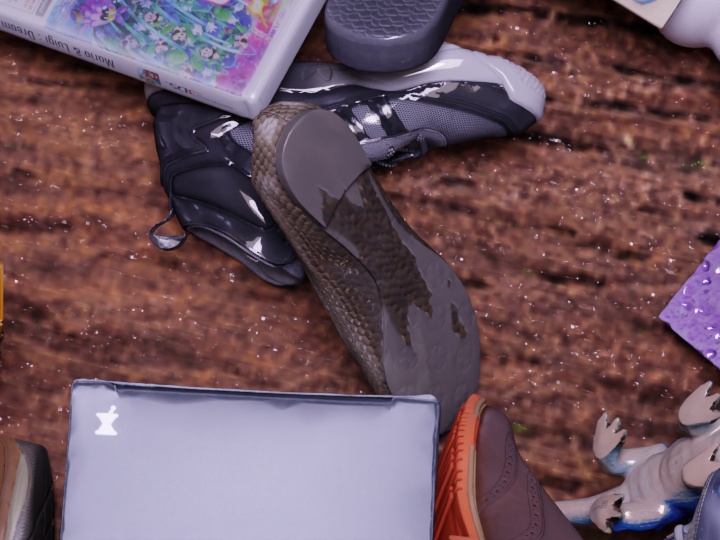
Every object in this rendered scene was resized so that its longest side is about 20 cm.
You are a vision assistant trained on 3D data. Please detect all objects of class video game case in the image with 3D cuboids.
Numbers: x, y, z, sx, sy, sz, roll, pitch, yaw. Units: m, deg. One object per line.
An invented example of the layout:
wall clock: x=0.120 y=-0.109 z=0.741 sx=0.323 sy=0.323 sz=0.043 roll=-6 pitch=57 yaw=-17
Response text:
video game case: x=-0.088 y=-0.184 z=0.937 sx=0.181 sy=0.024 sz=0.201 roll=20 pitch=66 yaw=15

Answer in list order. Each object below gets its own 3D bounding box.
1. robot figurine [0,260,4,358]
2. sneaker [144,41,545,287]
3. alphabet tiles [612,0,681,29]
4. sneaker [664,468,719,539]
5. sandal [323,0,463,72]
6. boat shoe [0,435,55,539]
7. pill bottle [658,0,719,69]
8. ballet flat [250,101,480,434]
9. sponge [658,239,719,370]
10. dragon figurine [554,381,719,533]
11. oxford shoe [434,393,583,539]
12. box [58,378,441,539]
robot figurine: x=-0.206 y=-0.031 z=0.878 sx=0.058 sy=0.145 sz=0.201 roll=-10 pitch=73 yaw=-17
sneaker: x=-0.009 y=-0.049 z=0.925 sx=0.199 sy=0.076 sz=0.115 roll=1 pitch=78 yaw=3
alphabet tiles: x=0.107 y=-0.237 z=0.909 sx=0.199 sy=0.008 sz=0.168 roll=34 pitch=91 yaw=12
sneaker: x=0.130 y=0.159 z=0.834 sx=0.085 sy=0.201 sz=0.077 roll=21 pitch=43 yaw=16
sandal: x=0.038 y=-0.156 z=0.938 sx=0.076 sy=0.043 sz=0.200 roll=17 pitch=47 yaw=23
boat shoe: x=-0.190 y=0.174 z=0.864 sx=0.073 sy=0.076 sz=0.201 roll=9 pitch=76 yaw=2
pill bottle: x=0.174 y=-0.185 z=0.948 sx=0.104 sy=0.104 sz=0.201 roll=-26 pitch=80 yaw=-9
ballet flat: x=0.000 y=0.000 z=0.882 sx=0.046 sy=0.200 sz=0.067 roll=13 pitch=56 yaw=45
sponge: x=0.248 y=0.042 z=0.893 sx=0.200 sy=0.030 sz=0.112 roll=43 pitch=100 yaw=25
dragon figurine: x=0.158 y=0.103 z=0.875 sx=0.099 sy=0.199 sz=0.059 roll=28 pitch=47 yaw=-37
oxford shoe: x=0.065 y=0.126 z=0.845 sx=0.072 sy=0.200 sz=0.072 roll=15 pitch=119 yaw=-5
box: x=-0.048 y=0.117 z=0.819 sx=0.147 sy=0.200 sz=0.108 roll=3 pitch=77 yaw=-2
